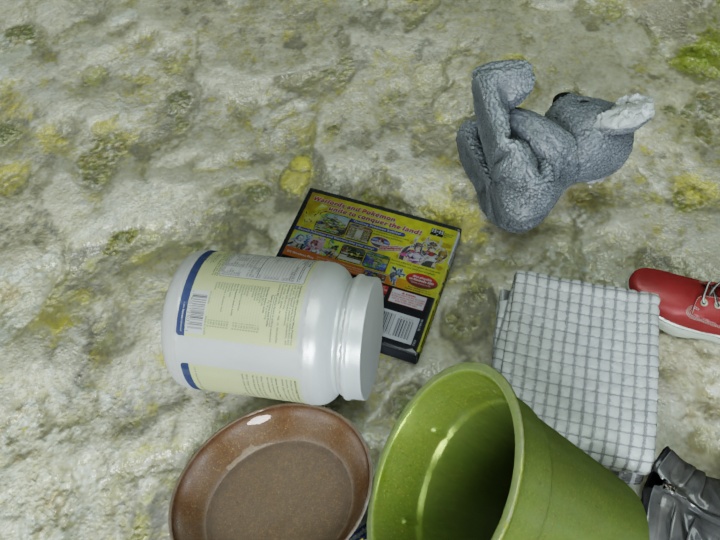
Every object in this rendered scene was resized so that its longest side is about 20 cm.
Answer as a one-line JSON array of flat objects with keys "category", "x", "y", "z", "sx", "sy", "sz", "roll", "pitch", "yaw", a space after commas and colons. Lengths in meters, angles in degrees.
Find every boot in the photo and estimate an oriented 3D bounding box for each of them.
[{"category": "boot", "x": 0.308, "y": 0.269, "z": 0.698, "sx": 0.131, "sy": 0.070, "sz": 0.201, "roll": 20, "pitch": 47, "yaw": 10}, {"category": "boot", "x": 0.391, "y": 0.021, "z": 0.814, "sx": 0.199, "sy": 0.145, "sz": 0.073, "roll": 23, "pitch": 61, "yaw": 16}]

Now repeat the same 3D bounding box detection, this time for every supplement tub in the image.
[{"category": "supplement tub", "x": -0.084, "y": 0.058, "z": 0.782, "sx": 0.198, "sy": 0.145, "sz": 0.146, "roll": 6, "pitch": 56, "yaw": 11}]

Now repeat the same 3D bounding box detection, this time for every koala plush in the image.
[{"category": "koala plush", "x": 0.239, "y": -0.146, "z": 0.921, "sx": 0.198, "sy": 0.178, "sz": 0.185, "roll": -12, "pitch": 69, "yaw": -8}]

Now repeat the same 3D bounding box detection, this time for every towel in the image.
[{"category": "towel", "x": 0.215, "y": 0.109, "z": 0.796, "sx": 0.164, "sy": 0.086, "sz": 0.201, "roll": 9, "pitch": 59, "yaw": 8}]

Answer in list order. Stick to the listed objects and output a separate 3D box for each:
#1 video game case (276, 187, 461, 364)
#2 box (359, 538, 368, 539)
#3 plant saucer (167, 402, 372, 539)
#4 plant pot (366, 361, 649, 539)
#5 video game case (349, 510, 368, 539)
[{"category": "video game case", "x": 0.000, "y": 0.000, "z": 0.902, "sx": 0.198, "sy": 0.026, "sz": 0.182, "roll": 16, "pitch": 58, "yaw": 12}, {"category": "box", "x": -0.007, "y": 0.355, "z": 0.637, "sx": 0.159, "sy": 0.049, "sz": 0.201, "roll": -31, "pitch": 62, "yaw": -8}, {"category": "plant saucer", "x": -0.081, "y": 0.214, "z": 0.726, "sx": 0.199, "sy": 0.037, "sz": 0.201, "roll": -11, "pitch": 40, "yaw": 9}, {"category": "plant pot", "x": 0.138, "y": 0.207, "z": 0.656, "sx": 0.189, "sy": 0.200, "sz": 0.201, "roll": 27, "pitch": 54, "yaw": -22}, {"category": "video game case", "x": 0.049, "y": 0.313, "z": 0.699, "sx": 0.143, "sy": 0.018, "sz": 0.200, "roll": -30, "pitch": 61, "yaw": -17}]
